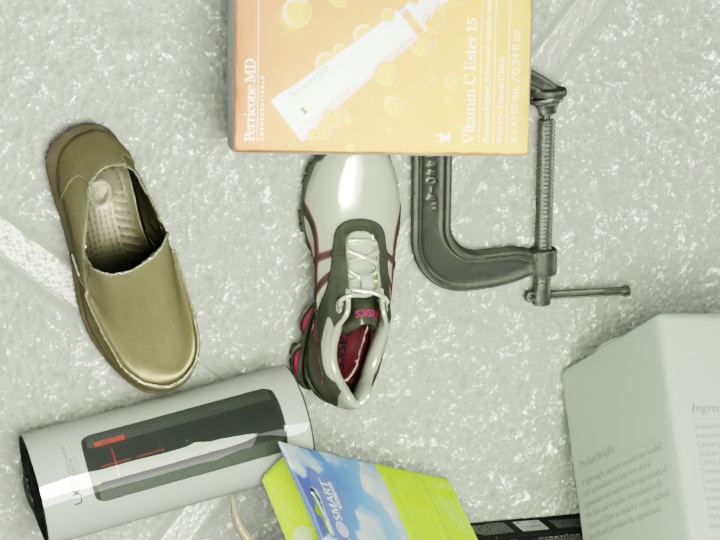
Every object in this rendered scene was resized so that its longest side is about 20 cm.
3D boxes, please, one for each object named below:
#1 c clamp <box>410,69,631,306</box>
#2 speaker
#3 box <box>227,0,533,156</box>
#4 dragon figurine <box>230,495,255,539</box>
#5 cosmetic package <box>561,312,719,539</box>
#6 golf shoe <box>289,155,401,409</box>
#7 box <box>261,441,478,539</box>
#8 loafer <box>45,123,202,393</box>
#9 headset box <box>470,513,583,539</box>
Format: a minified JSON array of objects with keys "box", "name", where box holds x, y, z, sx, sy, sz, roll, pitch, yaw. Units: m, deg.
[{"box":[0.114,-0.063,1.420,0.169,0.027,0.202,-10,110,-13],"name":"c clamp"},{"box":[-0.137,0.129,1.345,0.198,0.081,0.082,-14,109,-17],"name":"speaker"},{"box":[0.010,-0.142,1.284,0.198,0.097,0.126,0,97,-6],"name":"box"},{"box":[-0.035,0.226,1.407,0.199,0.099,0.059,29,81,-22],"name":"dragon figurine"},{"box":[0.264,0.147,1.415,0.164,0.165,0.202,1,73,-21],"name":"cosmetic package"},{"box":[0.000,0.000,1.358,0.077,0.088,0.202,0,103,-19],"name":"golf shoe"},{"box":[0.013,0.193,1.349,0.048,0.122,0.199,-42,145,23],"name":"box"},{"box":[-0.161,0.000,1.305,0.076,0.067,0.201,-26,112,-12],"name":"loafer"},{"box":[0.133,0.300,1.498,0.148,0.077,0.202,-1,104,-21],"name":"headset box"}]
